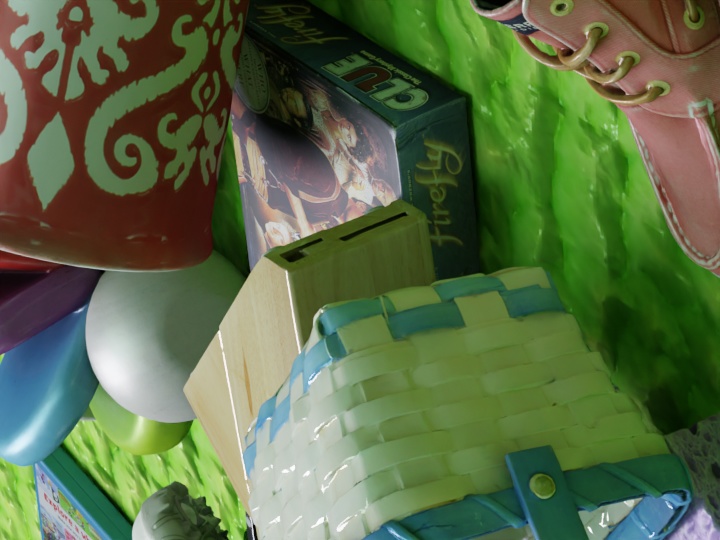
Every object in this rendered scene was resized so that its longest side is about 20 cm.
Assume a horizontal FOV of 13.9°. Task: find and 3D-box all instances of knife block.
[{"bbox_3d":[0.006,0.091,1.150,0.176,0.064,0.200,60,153,14],"label":"knife block"}]

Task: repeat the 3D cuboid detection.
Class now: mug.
[{"bbox_3d":[-0.109,-0.122,1.159,0.178,0.133,0.200,-138,59,-61],"label":"mug"}]

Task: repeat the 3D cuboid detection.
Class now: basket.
[{"bbox_3d":[0.042,0.110,1.010,0.176,0.139,0.200,127,132,-62],"label":"basket"}]

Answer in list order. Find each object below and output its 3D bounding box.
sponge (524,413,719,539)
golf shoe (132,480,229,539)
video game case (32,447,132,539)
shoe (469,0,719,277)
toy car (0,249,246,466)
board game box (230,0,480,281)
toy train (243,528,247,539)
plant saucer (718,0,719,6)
[{"bbox_3d":[0.108,0.133,1.102,0.112,0.030,0.200,64,154,10],"label":"sponge"},{"bbox_3d":[-0.088,0.168,1.375,0.078,0.097,0.200,58,174,28],"label":"golf shoe"},{"bbox_3d":[-0.137,0.212,1.666,0.143,0.018,0.200,43,145,44],"label":"video game case"},{"bbox_3d":[0.077,-0.079,0.919,0.071,0.091,0.200,17,125,59],"label":"shoe"},{"bbox_3d":[-0.149,0.000,1.363,0.175,0.150,0.200,-2,108,63],"label":"toy car"},{"bbox_3d":[0.000,0.000,1.203,0.135,0.035,0.200,35,140,49],"label":"board game box"},{"bbox_3d":[0.011,0.169,1.315,0.200,0.042,0.056,54,142,28],"label":"toy train"},{"bbox_3d":[0.157,-0.119,0.795,0.200,0.037,0.200,11,119,61],"label":"plant saucer"}]
